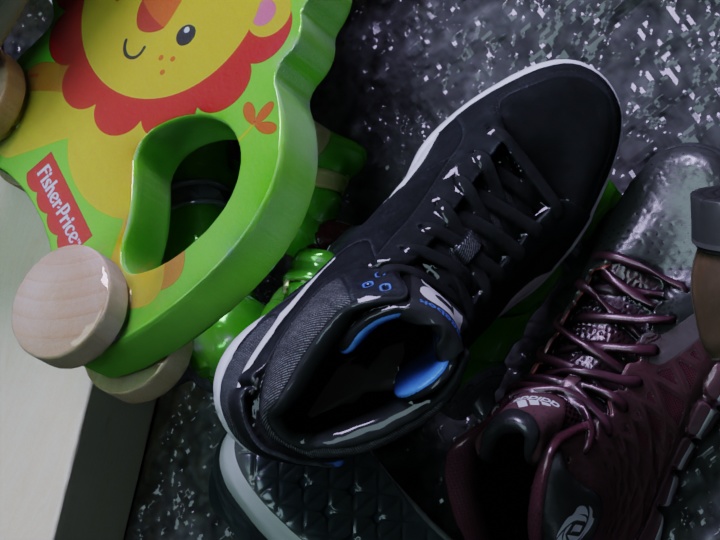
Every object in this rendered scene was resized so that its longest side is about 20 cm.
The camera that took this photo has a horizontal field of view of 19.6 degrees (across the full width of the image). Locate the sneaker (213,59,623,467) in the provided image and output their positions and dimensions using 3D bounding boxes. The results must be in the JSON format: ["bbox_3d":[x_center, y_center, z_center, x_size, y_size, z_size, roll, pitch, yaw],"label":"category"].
[{"bbox_3d":[0.036,0.001,0.761,0.200,0.112,0.073,-45,101,-6],"label":"sneaker"}]

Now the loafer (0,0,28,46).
[{"bbox_3d":[-0.151,-0.159,0.833,0.075,0.070,0.200,33,100,31],"label":"loafer"}]

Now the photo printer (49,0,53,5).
[{"bbox_3d":[-0.093,-0.190,0.969,0.166,0.069,0.200,-46,62,15],"label":"photo printer"}]

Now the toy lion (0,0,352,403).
[{"bbox_3d":[-0.077,-0.075,0.855,0.192,0.069,0.200,-38,54,13],"label":"toy lion"}]

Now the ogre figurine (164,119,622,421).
[{"bbox_3d":[0.000,0.000,0.867,0.200,0.098,0.120,12,71,1],"label":"ogre figurine"}]

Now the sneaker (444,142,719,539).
[{"bbox_3d":[0.092,0.040,0.790,0.076,0.116,0.200,16,89,31],"label":"sneaker"}]

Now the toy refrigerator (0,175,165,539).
[{"bbox_3d":[-0.139,0.060,0.948,0.076,0.070,0.200,11,86,24],"label":"toy refrigerator"}]

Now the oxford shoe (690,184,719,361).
[{"bbox_3d":[0.219,0.015,0.754,0.200,0.073,0.084,4,101,22],"label":"oxford shoe"}]

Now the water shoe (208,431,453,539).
[{"bbox_3d":[0.012,0.141,0.851,0.071,0.079,0.200,-31,80,-25],"label":"water shoe"}]
